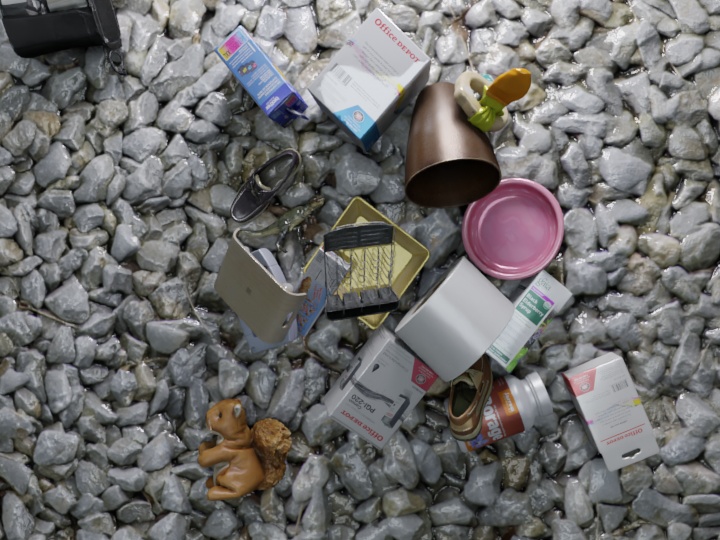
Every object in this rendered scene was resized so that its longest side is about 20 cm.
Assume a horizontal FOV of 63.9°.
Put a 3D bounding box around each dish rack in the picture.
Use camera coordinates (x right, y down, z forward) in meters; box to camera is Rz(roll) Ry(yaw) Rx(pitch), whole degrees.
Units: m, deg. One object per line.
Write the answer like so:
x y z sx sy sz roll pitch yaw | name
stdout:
0.000 0.000 1.094 0.150 0.055 0.202 -9 133 -10 | dish rack

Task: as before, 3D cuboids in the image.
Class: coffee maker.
-0.618 -0.500 1.198 0.196 0.135 0.196 -8 92 6 | coffee maker

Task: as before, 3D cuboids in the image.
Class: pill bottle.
0.276 0.279 1.160 0.197 0.112 0.114 -22 90 5 | pill bottle

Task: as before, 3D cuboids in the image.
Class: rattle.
0.261 -0.355 1.071 0.130 0.200 0.144 37 134 10 | rattle

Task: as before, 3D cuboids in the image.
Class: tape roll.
0.181 0.094 1.117 0.139 0.203 0.203 44 95 2 | tape roll

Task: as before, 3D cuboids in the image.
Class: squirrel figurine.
-0.243 0.365 1.215 0.196 0.142 0.190 -3 82 -9 | squirrel figurine

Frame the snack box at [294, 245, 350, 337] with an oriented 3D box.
-0.096 0.046 1.185 0.071 0.024 0.201 35 121 3 | snack box

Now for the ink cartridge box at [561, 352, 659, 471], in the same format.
0.503 0.284 1.164 0.115 0.067 0.203 -23 89 6 | ink cartridge box

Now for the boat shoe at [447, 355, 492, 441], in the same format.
0.209 0.225 1.109 0.074 0.202 0.075 -7 130 23 | boat shoe

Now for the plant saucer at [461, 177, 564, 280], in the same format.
0.304 -0.080 1.155 0.197 0.051 0.205 -3 82 21 | plant saucer

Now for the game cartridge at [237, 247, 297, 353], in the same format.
-0.206 0.063 1.210 0.131 0.041 0.203 -18 91 24 | game cartridge

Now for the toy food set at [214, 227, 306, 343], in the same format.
-0.205 0.032 1.160 0.200 0.060 0.144 43 127 16 | toy food set

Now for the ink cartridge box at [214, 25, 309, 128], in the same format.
-0.185 -0.372 1.163 0.076 0.136 0.201 -38 89 8 | ink cartridge box

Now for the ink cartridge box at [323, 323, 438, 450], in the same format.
0.040 0.238 1.175 0.145 0.085 0.201 36 97 -18 | ink cartridge box

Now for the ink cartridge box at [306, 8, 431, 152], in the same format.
0.022 -0.368 1.141 0.147 0.146 0.200 43 95 3 | ink cartridge box

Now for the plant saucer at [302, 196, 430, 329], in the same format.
0.013 -0.016 1.204 0.199 0.048 0.201 37 95 2 | plant saucer

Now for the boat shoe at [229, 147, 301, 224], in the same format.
-0.204 -0.179 1.208 0.200 0.065 0.072 -42 90 6 | boat shoe

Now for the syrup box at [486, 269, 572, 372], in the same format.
0.327 0.096 1.165 0.078 0.081 0.201 38 96 1 | syrup box

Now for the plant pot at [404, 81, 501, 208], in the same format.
0.167 -0.254 1.126 0.183 0.187 0.204 -7 69 5 | plant pot

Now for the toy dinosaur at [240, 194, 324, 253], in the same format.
-0.152 -0.086 1.218 0.197 0.047 0.089 -25 76 6 | toy dinosaur
